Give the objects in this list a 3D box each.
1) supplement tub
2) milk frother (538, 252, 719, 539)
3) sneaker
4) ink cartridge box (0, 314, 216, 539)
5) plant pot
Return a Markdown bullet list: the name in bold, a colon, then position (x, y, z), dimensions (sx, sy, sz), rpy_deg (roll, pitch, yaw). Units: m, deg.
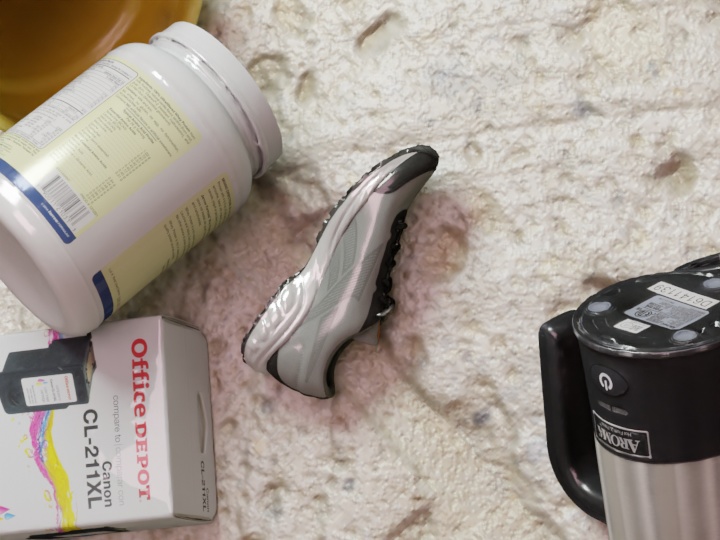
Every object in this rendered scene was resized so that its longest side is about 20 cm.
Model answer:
- **supplement tub**: position (-0.167, -0.066, 1.404), dimensions (0.200, 0.145, 0.145), rpy_deg (-40, 71, -20)
- **milk frother**: position (0.229, 0.086, 1.305), dimensions (0.199, 0.180, 0.189), rpy_deg (-16, 114, -15)
- **sneaker**: position (0.000, 0.000, 1.417), dimensions (0.079, 0.074, 0.201), rpy_deg (35, 98, 9)
- **ink cartridge box**: position (-0.213, 0.116, 1.447), dimensions (0.199, 0.083, 0.146), rpy_deg (-8, 78, 16)
- **plant pot**: position (-0.246, -0.223, 1.465), dimensions (0.189, 0.201, 0.201), rpy_deg (40, 94, 34)
